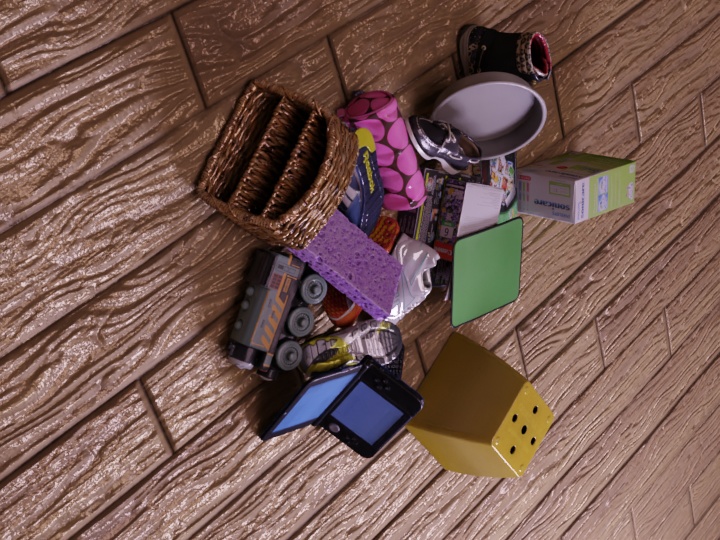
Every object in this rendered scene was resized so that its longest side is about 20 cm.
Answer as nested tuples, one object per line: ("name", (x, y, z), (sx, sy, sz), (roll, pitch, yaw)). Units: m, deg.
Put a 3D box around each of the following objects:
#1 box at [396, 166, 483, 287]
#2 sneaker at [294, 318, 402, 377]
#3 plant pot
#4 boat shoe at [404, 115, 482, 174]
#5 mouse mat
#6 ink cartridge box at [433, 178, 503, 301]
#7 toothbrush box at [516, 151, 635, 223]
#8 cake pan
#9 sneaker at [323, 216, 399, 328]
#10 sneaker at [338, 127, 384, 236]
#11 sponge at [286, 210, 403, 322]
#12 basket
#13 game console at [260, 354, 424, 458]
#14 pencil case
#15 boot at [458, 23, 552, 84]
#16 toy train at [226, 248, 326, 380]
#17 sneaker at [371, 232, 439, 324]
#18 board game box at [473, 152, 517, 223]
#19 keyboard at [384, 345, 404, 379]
("box", (0.131, -0.073, 1.828), (0.160, 0.044, 0.201), (2, 100, -45))
("sneaker", (-0.027, 0.118, 1.683), (0.199, 0.084, 0.075), (-8, 94, -31))
("plant pot", (0.228, 0.263, 1.927), (0.201, 0.176, 0.200), (-56, 133, -17))
("boat shoe", (0.136, -0.209, 1.716), (0.200, 0.060, 0.074), (28, 46, -56))
("mouse mat", (0.219, 0.002, 1.832), (0.199, 0.008, 0.162), (-19, 117, -42))
("ink cartridge box", (0.177, -0.050, 1.815), (0.109, 0.050, 0.201), (4, 99, -47))
("toothbrush box", (0.404, -0.159, 2.005), (0.199, 0.145, 0.087), (-20, 116, -39))
("cake pan", (0.208, -0.258, 1.768), (0.200, 0.199, 0.037), (33, 42, -45))
("sneaker", (0.000, 0.000, 1.715), (0.201, 0.073, 0.077), (-58, 158, -14))
("sneaker", (-0.016, -0.137, 1.645), (0.074, 0.082, 0.201), (-50, 143, -43))
("sponge", (-0.022, -0.022, 1.610), (0.200, 0.030, 0.112), (39, 43, -20))
("basket", (-0.109, -0.147, 1.495), (0.149, 0.142, 0.201), (39, 74, -45))
("game console", (-0.029, 0.231, 1.636), (0.170, 0.200, 0.118), (37, 46, -1))
("pencil case", (0.037, -0.184, 1.674), (0.093, 0.091, 0.201), (-20, 124, 5))
("boot", (0.250, -0.314, 1.799), (0.073, 0.153, 0.205), (-34, 122, -35))
("toy train", (-0.130, 0.061, 1.585), (0.114, 0.085, 0.201), (22, 88, -34))
("sneaker", (0.070, 0.041, 1.740), (0.071, 0.080, 0.201), (-63, 172, -63))
("board game box", (0.249, -0.121, 1.949), (0.104, 0.023, 0.201), (-21, 115, -42))
("keyboard", (0.000, 0.180, 1.786), (0.199, 0.021, 0.128), (5, 98, -45))
